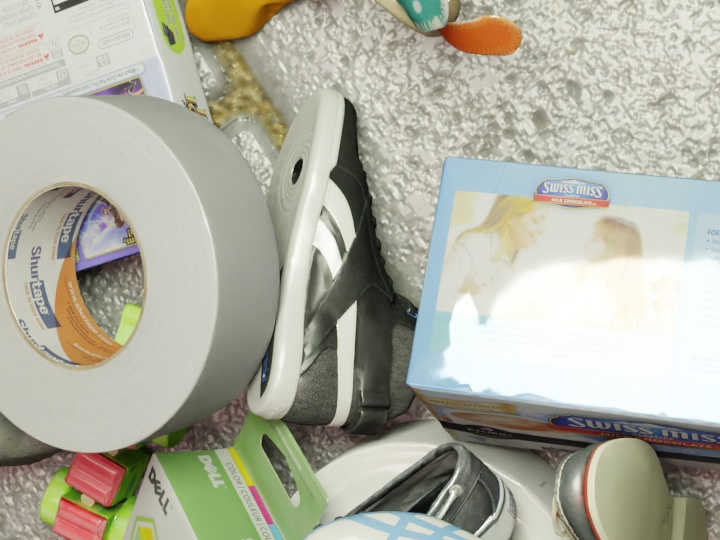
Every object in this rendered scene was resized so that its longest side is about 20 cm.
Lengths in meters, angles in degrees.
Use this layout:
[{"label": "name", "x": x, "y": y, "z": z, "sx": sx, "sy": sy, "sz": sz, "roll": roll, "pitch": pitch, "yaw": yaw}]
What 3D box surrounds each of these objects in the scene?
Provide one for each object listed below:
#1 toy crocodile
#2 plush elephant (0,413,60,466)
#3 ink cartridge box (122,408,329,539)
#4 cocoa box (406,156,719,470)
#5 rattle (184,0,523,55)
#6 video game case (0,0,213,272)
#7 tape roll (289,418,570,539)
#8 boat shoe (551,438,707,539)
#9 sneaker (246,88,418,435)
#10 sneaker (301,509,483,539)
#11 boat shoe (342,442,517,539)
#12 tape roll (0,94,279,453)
[{"label": "toy crocodile", "x": -0.157, "y": 0.119, "z": 1.134, "sx": 0.067, "sy": 0.062, "sz": 0.201, "roll": 22, "pitch": 102, "yaw": 13}, {"label": "plush elephant", "x": -0.313, "y": 0.064, "z": 1.132, "sx": 0.164, "sy": 0.200, "sz": 0.156, "roll": -27, "pitch": 71, "yaw": 25}, {"label": "ink cartridge box", "x": -0.094, "y": 0.176, "z": 1.072, "sx": 0.104, "sy": 0.059, "sz": 0.201, "roll": 56, "pitch": 134, "yaw": 43}, {"label": "cocoa box", "x": 0.140, "y": 0.027, "z": 0.978, "sx": 0.199, "sy": 0.131, "sz": 0.134, "roll": 6, "pitch": 75, "yaw": 16}, {"label": "rattle", "x": -0.016, "y": -0.141, "z": 1.007, "sx": 0.143, "sy": 0.130, "sz": 0.200, "roll": -41, "pitch": 62, "yaw": 5}, {"label": "video game case", "x": -0.188, "y": -0.089, "z": 1.115, "sx": 0.199, "sy": 0.045, "sz": 0.183, "roll": -15, "pitch": 91, "yaw": 26}, {"label": "tape roll", "x": 0.044, "y": 0.193, "z": 1.079, "sx": 0.201, "sy": 0.071, "sz": 0.204, "roll": 2, "pitch": 97, "yaw": 17}, {"label": "boat shoe", "x": 0.137, "y": 0.134, "z": 0.982, "sx": 0.062, "sy": 0.200, "sz": 0.072, "roll": 6, "pitch": 77, "yaw": 26}, {"label": "sneaker", "x": 0.000, "y": 0.000, "z": 1.076, "sx": 0.111, "sy": 0.073, "sz": 0.201, "roll": 15, "pitch": 74, "yaw": -22}, {"label": "sneaker", "x": 0.059, "y": 0.177, "z": 0.930, "sx": 0.199, "sy": 0.072, "sz": 0.072, "roll": 18, "pitch": 99, "yaw": -1}, {"label": "boat shoe", "x": -0.007, "y": 0.170, "z": 0.995, "sx": 0.200, "sy": 0.072, "sz": 0.068, "roll": -38, "pitch": 128, "yaw": 7}, {"label": "tape roll", "x": -0.145, "y": 0.000, "z": 1.037, "sx": 0.199, "sy": 0.066, "sz": 0.202, "roll": 4, "pitch": 98, "yaw": 31}]
